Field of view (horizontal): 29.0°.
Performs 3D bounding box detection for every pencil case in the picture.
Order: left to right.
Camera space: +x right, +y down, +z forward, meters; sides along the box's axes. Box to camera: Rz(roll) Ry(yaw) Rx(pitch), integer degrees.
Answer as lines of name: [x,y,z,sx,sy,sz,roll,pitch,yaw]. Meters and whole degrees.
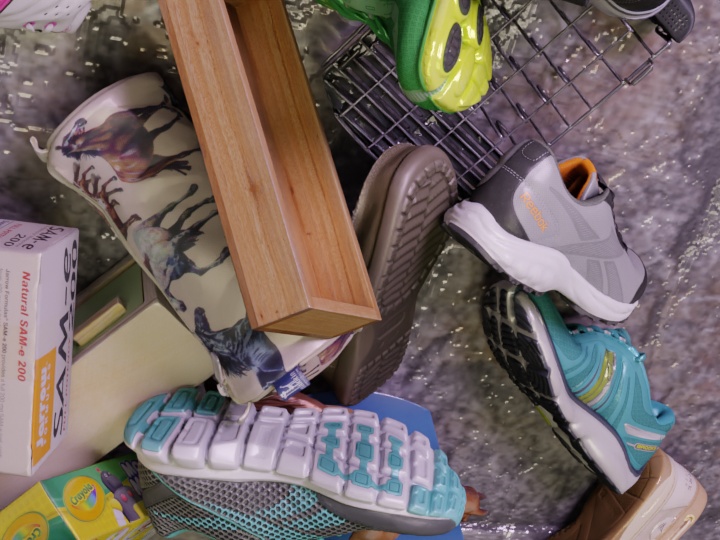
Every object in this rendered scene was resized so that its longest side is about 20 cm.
pencil case: [-0.091,-0.016,0.773,0.089,0.078,0.200,-40,92,-21]

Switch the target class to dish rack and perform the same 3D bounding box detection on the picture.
dish rack: [0.081,-0.133,0.798,0.200,0.055,0.153,-41,119,15]

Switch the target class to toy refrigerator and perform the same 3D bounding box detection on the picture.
toy refrigerator: [-0.184,0.074,0.851,0.200,0.076,0.070,-36,121,11]

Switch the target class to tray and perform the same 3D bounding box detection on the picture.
tray: [-0.049,-0.066,0.714,0.037,0.201,0.099,-22,168,18]

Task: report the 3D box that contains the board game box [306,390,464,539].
board game box: [-0.017,0.155,0.960,0.158,0.039,0.200,-14,120,4]

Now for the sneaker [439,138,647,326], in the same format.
sneaker: [0.129,-0.022,0.827,0.079,0.074,0.200,-55,148,10]

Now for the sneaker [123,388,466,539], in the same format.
sneaker: [-0.039,0.130,0.812,0.199,0.078,0.091,11,122,9]

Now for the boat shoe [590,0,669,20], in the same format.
boat shoe: [0.104,-0.219,0.694,0.070,0.066,0.200,-26,92,-9]

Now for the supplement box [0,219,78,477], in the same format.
supplement box: [-0.263,0.032,0.765,0.199,0.074,0.126,7,104,3]

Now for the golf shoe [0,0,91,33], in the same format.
golf shoe: [-0.183,-0.151,0.717,0.199,0.073,0.092,-22,124,1]

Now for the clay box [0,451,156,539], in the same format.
clay box: [-0.183,0.162,0.841,0.115,0.200,0.048,-38,79,16]

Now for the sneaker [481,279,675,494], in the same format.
sneaker: [0.147,0.065,0.931,0.080,0.077,0.200,-44,127,-6]

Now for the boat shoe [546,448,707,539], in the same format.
boat shoe: [0.177,0.219,1.017,0.069,0.074,0.200,31,110,-21]

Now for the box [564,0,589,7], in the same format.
box: [0.067,-0.230,0.643,0.143,0.200,0.036,18,161,7]

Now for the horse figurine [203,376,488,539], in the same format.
horse figurine: [-0.019,0.130,0.885,0.132,0.050,0.200,-22,129,21]

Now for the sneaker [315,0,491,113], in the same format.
sneaker: [0.015,-0.141,0.695,0.083,0.200,0.074,-18,133,7]

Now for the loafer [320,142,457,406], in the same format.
loafer: [0.000,0.000,0.825,0.076,0.067,0.200,-35,153,-42]
